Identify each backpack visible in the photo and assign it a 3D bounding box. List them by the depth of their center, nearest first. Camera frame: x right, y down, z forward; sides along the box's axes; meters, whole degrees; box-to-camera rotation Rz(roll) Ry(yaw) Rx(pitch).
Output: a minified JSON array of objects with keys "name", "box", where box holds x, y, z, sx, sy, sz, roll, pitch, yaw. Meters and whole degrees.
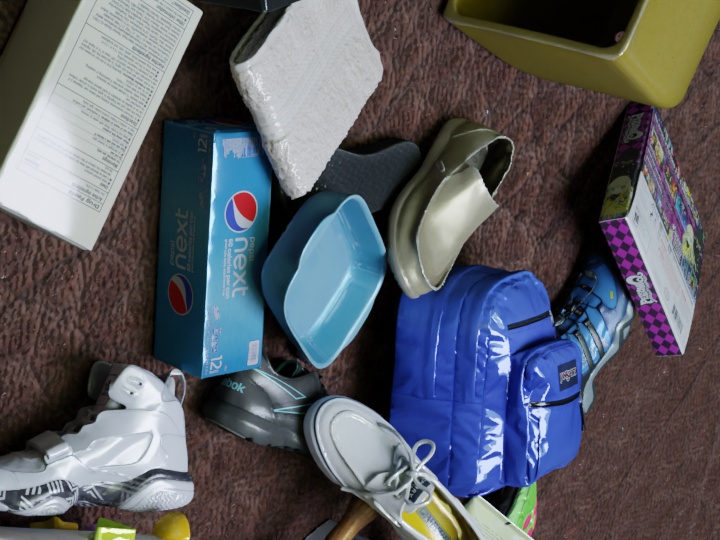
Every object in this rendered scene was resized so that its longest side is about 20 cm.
[{"name":"backpack","box":[0.118,0.094,1.435,0.162,0.167,0.201,-14,104,-64]}]

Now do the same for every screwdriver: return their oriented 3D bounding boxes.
[{"name":"screwdriver","box":[0.000,0.000,1.404,0.200,0.029,0.028,-57,132,-19]}]

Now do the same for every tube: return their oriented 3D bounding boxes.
[{"name":"tube","box":[0.080,0.264,1.445,0.058,0.200,0.052,2,63,-35]}]

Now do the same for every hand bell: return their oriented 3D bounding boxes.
[{"name":"hand bell","box":[-0.022,0.241,1.375,0.200,0.104,0.104,-49,131,-6]}]

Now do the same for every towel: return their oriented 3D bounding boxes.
[{"name":"towel","box":[-0.038,-0.165,1.257,0.133,0.034,0.200,66,33,-32]}]

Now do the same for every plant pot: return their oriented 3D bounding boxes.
[{"name":"plant pot","box":[0.233,-0.253,1.435,0.200,0.195,0.195,35,78,-52]}]

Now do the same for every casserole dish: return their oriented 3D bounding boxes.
[{"name":"casserole dish","box":[-0.032,0.005,1.296,0.121,0.039,0.200,-57,158,-14]}]

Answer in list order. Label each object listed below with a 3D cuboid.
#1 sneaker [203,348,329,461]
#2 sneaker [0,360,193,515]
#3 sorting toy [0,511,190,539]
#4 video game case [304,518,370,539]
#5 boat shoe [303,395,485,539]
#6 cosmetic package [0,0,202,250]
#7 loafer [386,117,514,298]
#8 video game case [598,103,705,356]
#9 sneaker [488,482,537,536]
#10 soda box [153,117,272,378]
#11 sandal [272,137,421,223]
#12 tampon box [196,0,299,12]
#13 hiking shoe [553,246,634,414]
[{"name":"sneaker","box":[-0.045,0.126,1.364,0.200,0.075,0.079,27,81,-45]},{"name":"sneaker","box":[-0.220,0.128,1.206,0.200,0.075,0.115,4,88,-33]},{"name":"sorting toy","box":[-0.238,0.231,1.172,0.180,0.200,0.107,19,55,-30]},{"name":"video game case","box":[0.042,0.345,1.437,0.045,0.181,0.200,-36,124,-28]},{"name":"boat shoe","box":[0.038,0.184,1.321,0.075,0.086,0.202,-45,104,-24]},{"name":"cosmetic package","box":[-0.209,-0.128,1.134,0.105,0.071,0.200,32,80,-44]},{"name":"loafer","box":[0.083,-0.062,1.392,0.076,0.068,0.200,54,47,-40]},{"name":"video game case","box":[0.308,-0.043,1.616,0.200,0.036,0.182,60,37,-37]},{"name":"sneaker","box":[0.121,0.262,1.559,0.200,0.084,0.077,-51,148,-42]},{"name":"soda box","box":[-0.119,-0.020,1.253,0.064,0.068,0.201,-8,108,-43]},{"name":"sandal","box":[-0.019,-0.077,1.351,0.200,0.048,0.076,-11,110,-54]},{"name":"tampon box","box":[-0.052,-0.286,1.177,0.200,0.150,0.127,-26,118,-35]},{"name":"hiking shoe","box":[0.219,0.069,1.591,0.087,0.074,0.200,18,90,-45]}]
